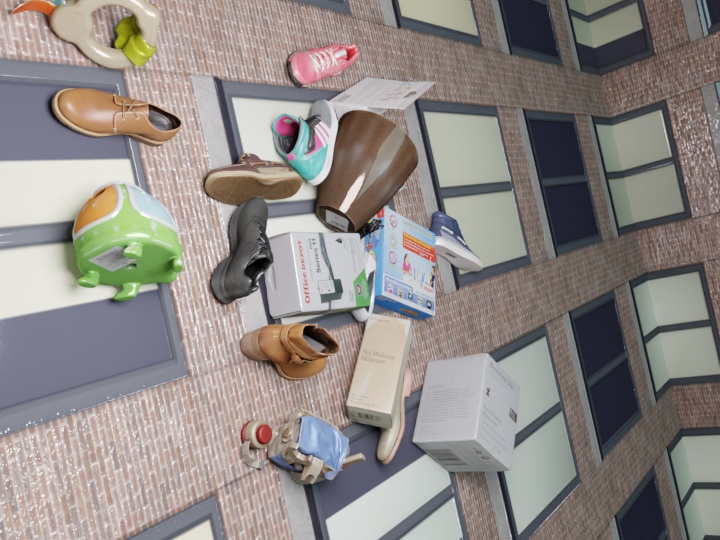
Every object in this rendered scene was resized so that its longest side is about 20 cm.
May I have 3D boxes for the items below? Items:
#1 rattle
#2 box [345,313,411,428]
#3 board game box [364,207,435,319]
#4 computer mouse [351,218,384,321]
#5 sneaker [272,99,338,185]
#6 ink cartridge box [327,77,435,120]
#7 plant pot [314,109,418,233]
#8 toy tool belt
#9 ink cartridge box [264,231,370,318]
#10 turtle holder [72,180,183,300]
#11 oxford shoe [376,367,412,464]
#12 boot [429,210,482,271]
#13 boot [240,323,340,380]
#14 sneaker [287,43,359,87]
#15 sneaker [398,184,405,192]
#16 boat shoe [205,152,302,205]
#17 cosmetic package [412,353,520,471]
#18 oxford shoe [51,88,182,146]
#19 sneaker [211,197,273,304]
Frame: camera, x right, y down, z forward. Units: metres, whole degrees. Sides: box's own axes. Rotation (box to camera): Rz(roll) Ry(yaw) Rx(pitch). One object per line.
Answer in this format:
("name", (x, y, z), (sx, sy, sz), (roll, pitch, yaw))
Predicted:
("rattle", (-0.400, -0.396, 1.045), (0.196, 0.130, 0.145), (8, 60, -22))
("box", (0.039, 0.195, 1.384), (0.078, 0.093, 0.203), (82, 19, -57))
("board game box", (0.089, -0.013, 1.554), (0.198, 0.055, 0.200), (23, 62, -46))
("computer mouse", (0.000, 0.000, 1.417), (0.043, 0.109, 0.205), (10, 80, -31))
("sneaker", (-0.112, -0.275, 1.363), (0.120, 0.083, 0.203), (34, 45, -40))
("ink cartridge box", (0.048, -0.359, 1.495), (0.200, 0.173, 0.046), (-48, 143, -51))
("plant pot", (-0.006, -0.179, 1.407), (0.187, 0.185, 0.202), (44, 62, -34))
("toy tool belt", (-0.091, 0.293, 1.187), (0.199, 0.121, 0.127), (34, 55, -40))
("ink cartridge box", (-0.081, 0.007, 1.313), (0.198, 0.082, 0.150), (-3, 81, -51))
("turtle holder", (-0.314, -0.047, 0.996), (0.183, 0.141, 0.134), (4, 59, -41))
("oxford shoe", (0.050, 0.287, 1.427), (0.073, 0.071, 0.203), (20, 62, -18))
("boot", (0.243, -0.071, 1.748), (0.199, 0.072, 0.092), (29, 64, -43))
("boot", (-0.089, 0.133, 1.209), (0.199, 0.153, 0.078), (32, 56, -42))
("sneaker", (-0.074, -0.436, 1.447), (0.200, 0.086, 0.075), (-38, 108, -49))
("sneaker", (0.035, -0.260, 1.547), (0.077, 0.078, 0.203), (-28, 91, -51))
("boat shoe", (-0.195, -0.168, 1.247), (0.198, 0.073, 0.073), (-10, 56, -42))
("cosmetic package", (0.238, 0.317, 1.556), (0.165, 0.163, 0.203), (43, 49, -36))
("oxford shoe", (-0.357, -0.237, 1.051), (0.198, 0.070, 0.073), (1, 81, -50))
("sneaker", (-0.181, -0.037, 1.194), (0.076, 0.089, 0.203), (41, 50, -45))
